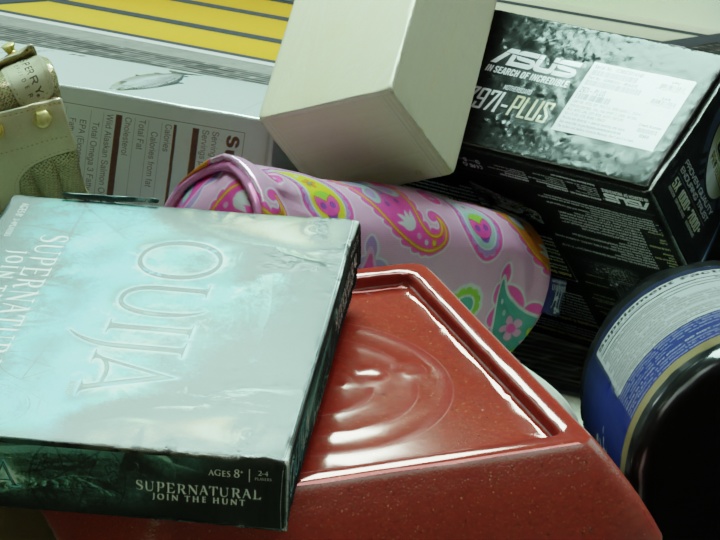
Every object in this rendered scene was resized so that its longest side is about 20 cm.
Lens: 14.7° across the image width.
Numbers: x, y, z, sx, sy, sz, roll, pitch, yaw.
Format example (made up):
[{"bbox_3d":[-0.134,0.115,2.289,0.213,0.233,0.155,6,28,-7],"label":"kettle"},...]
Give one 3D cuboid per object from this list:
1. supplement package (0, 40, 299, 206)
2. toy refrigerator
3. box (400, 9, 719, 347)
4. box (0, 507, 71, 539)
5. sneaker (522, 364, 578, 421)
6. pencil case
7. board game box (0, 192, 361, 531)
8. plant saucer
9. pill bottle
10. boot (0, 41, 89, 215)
[{"bbox_3d":[-0.124,-0.042,1.401,0.200,0.118,0.117,10,11,14],"label":"supplement package"},{"bbox_3d":[0.020,-0.133,1.359,0.076,0.200,0.070,-11,-43,30],"label":"toy refrigerator"},{"bbox_3d":[0.109,-0.040,1.400,0.200,0.086,0.164,15,-30,38],"label":"box"},{"bbox_3d":[-0.067,0.083,0.988,0.200,0.021,0.164,10,24,15],"label":"box"},{"bbox_3d":[0.022,0.047,1.160,0.200,0.075,0.084,15,19,37],"label":"sneaker"},{"bbox_3d":[0.000,0.000,1.296,0.200,0.088,0.087,10,6,-43],"label":"pencil case"},{"bbox_3d":[-0.077,0.026,0.962,0.135,0.028,0.200,4,24,5],"label":"board game box"},{"bbox_3d":[-0.021,0.051,0.991,0.199,0.037,0.200,-7,27,-20],"label":"plant saucer"},{"bbox_3d":[0.145,0.058,1.085,0.112,0.112,0.200,6,11,-4],"label":"pill bottle"},{"bbox_3d":[-0.210,-0.067,1.226,0.155,0.200,0.073,-22,51,-2],"label":"boot"}]
